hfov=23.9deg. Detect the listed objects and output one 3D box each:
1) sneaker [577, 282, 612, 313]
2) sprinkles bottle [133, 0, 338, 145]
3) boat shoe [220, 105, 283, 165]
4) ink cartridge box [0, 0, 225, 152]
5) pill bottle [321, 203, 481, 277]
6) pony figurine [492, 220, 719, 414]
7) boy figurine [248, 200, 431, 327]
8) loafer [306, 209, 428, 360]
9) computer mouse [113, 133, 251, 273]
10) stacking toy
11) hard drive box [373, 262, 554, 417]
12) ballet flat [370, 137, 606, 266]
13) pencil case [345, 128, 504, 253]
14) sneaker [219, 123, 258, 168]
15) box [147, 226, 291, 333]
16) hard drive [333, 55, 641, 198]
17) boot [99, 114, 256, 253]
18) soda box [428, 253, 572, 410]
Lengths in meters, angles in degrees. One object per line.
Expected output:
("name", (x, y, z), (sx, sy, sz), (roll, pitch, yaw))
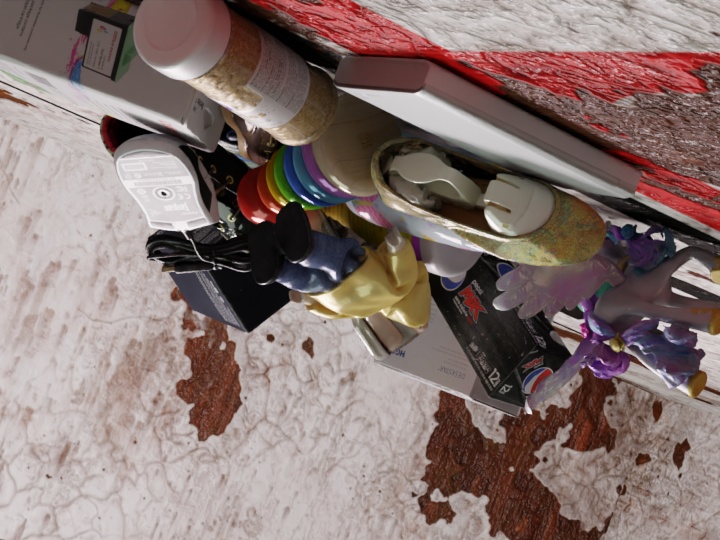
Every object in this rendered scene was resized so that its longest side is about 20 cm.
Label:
("sneaker", (0.244, 0.000, 1.751), (0.087, 0.075, 0.200), (11, -165, -39))
("sprinkles bottle", (-0.088, -0.152, 1.267), (0.068, 0.069, 0.200), (19, 177, 29))
("boat shoe", (-0.073, -0.128, 1.525), (0.070, 0.071, 0.200), (24, 177, 10))
("ink cartridge box", (-0.212, -0.180, 1.440), (0.198, 0.085, 0.145), (20, 177, 7))
("pill bottle", (0.022, -0.068, 1.612), (0.199, 0.105, 0.104), (19, 176, 34))
("pony figurine", (0.224, 0.033, 1.468), (0.199, 0.193, 0.168), (24, 141, 36))
("boy figurine", (0.000, 0.000, 1.479), (0.124, 0.065, 0.199), (-35, 145, 32))
("loafer", (0.002, 0.003, 1.583), (0.072, 0.062, 0.201), (-108, -10, -46))
("computer mouse", (-0.158, -0.065, 1.499), (0.109, 0.044, 0.201), (-1, 145, 12))
("stacking toy", (-0.045, -0.084, 1.460), (0.085, 0.086, 0.200), (22, 158, -24))
("hard drive box", (0.118, 0.028, 1.725), (0.076, 0.202, 0.155), (24, 176, -41))
("ballet flat", (0.092, -0.056, 1.311), (0.199, 0.071, 0.071), (20, 177, 28))
("pencil case", (0.074, -0.070, 1.440), (0.083, 0.092, 0.199), (-5, -163, -42))
("sneaker", (-0.107, -0.132, 1.685), (0.199, 0.078, 0.085), (21, 173, -11))
("box", (-0.100, -0.042, 1.823), (0.105, 0.199, 0.182), (58, 164, -19))
("hard drive", (0.093, -0.105, 1.246), (0.199, 0.026, 0.132), (22, 177, -30))
("boot", (-0.142, -0.078, 1.572), (0.203, 0.074, 0.154), (37, -175, 17))
("soda box", (0.123, 0.035, 1.612), (0.063, 0.071, 0.201), (22, -152, -41))
